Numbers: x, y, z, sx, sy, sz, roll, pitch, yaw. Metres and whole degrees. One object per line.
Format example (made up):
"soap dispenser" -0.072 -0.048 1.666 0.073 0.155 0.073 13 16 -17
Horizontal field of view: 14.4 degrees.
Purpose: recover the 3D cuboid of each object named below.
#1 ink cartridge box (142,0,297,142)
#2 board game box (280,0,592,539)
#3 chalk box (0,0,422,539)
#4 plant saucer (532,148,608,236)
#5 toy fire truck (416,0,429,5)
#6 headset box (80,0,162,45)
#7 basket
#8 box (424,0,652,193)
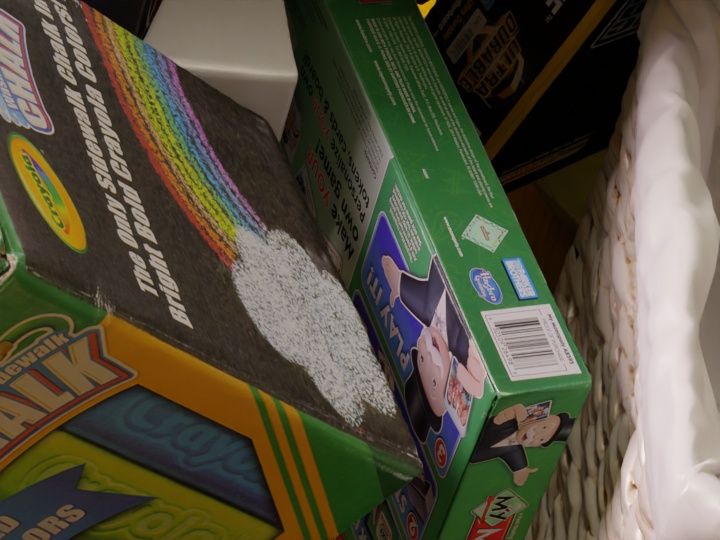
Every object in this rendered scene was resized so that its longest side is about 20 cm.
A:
"ink cartridge box" -0.134 -0.060 0.807 0.199 0.147 0.146 3 46 -15
"board game box" 0.000 0.000 0.802 0.029 0.135 0.200 -6 50 -21
"chalk box" -0.104 0.006 0.652 0.200 0.124 0.125 31 28 -48
"plant saucer" 0.135 -0.043 0.961 0.199 0.031 0.201 9 45 -9
"toy fire truck" 0.038 -0.126 0.896 0.141 0.200 0.049 -36 87 -30
"headset box" -0.050 -0.174 0.734 0.075 0.149 0.200 21 44 0
"basket" 0.152 0.056 0.780 0.199 0.161 0.199 11 45 -7
"box" 0.110 -0.103 0.866 0.200 0.160 0.049 -25 70 -39
